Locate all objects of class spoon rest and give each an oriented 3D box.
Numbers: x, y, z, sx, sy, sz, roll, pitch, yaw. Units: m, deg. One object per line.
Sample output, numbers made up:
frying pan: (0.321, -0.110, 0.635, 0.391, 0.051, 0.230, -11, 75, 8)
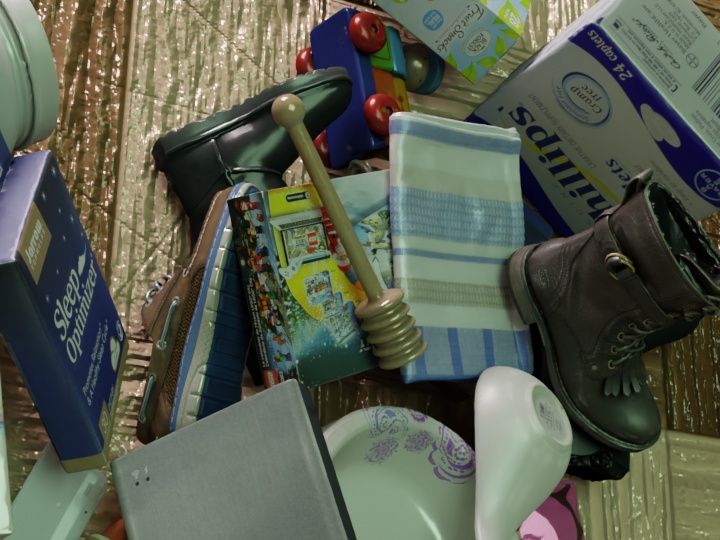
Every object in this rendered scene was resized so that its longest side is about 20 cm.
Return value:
spoon rest: (0.112, 0.146, 1.008, 0.099, 0.061, 0.200, 44, 29, -24)

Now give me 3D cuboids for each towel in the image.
towel: (0.077, -0.016, 1.070, 0.147, 0.024, 0.201, 5, 81, -46)

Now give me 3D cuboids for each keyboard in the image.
keyboard: (-0.226, 0.203, 0.920, 0.056, 0.011, 0.200, 45, 54, -29)

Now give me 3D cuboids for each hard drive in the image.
hard drive: (-0.068, 0.186, 0.883, 0.033, 0.139, 0.200, 40, 27, -62)

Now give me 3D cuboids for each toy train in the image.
toy train: (0.026, -0.104, 1.152, 0.116, 0.085, 0.201, 4, 69, -42)

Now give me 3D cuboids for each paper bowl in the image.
paper bowl: (0.008, 0.202, 0.989, 0.200, 0.104, 0.201, 19, 58, -33)

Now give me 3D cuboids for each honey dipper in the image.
honey dipper: (-0.009, -0.028, 0.970, 0.038, 0.038, 0.200, -33, 106, -34)

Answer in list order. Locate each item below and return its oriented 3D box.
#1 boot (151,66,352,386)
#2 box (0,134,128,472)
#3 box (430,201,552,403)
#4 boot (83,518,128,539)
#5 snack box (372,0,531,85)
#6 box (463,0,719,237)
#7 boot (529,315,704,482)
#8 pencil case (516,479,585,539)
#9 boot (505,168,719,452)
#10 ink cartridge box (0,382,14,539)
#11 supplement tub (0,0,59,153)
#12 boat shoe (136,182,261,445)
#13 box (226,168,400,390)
boot: (-0.043, -0.033, 1.070, 0.165, 0.066, 0.200, -25, 80, -6)
box: (-0.196, 0.013, 0.901, 0.032, 0.200, 0.121, -11, 36, 8)
box: (0.083, -0.006, 1.167, 0.121, 0.032, 0.200, 39, 57, -10)
boot: (-0.097, 0.242, 0.951, 0.107, 0.075, 0.200, -30, 86, -38)
snack box: (0.052, -0.272, 1.198, 0.200, 0.068, 0.169, 38, 34, -13)
box: (0.218, -0.120, 1.182, 0.184, 0.200, 0.105, 47, 57, -5)
boot: (0.204, 0.089, 1.172, 0.200, 0.076, 0.169, 12, 75, -37)
pencil case: (0.130, 0.255, 1.058, 0.093, 0.091, 0.201, 7, 65, -30)
boot: (0.202, 0.037, 1.030, 0.069, 0.174, 0.200, -38, 99, -35)
ink cartridge box: (-0.262, 0.115, 0.881, 0.067, 0.116, 0.201, 1, 72, -27)
supplement tub: (-0.313, -0.113, 0.925, 0.200, 0.145, 0.145, -24, 84, -33)
boat shoe: (-0.116, 0.033, 0.999, 0.072, 0.072, 0.201, 35, 65, -59)
box: (0.000, 0.000, 1.030, 0.200, 0.038, 0.137, -13, 94, -47)
